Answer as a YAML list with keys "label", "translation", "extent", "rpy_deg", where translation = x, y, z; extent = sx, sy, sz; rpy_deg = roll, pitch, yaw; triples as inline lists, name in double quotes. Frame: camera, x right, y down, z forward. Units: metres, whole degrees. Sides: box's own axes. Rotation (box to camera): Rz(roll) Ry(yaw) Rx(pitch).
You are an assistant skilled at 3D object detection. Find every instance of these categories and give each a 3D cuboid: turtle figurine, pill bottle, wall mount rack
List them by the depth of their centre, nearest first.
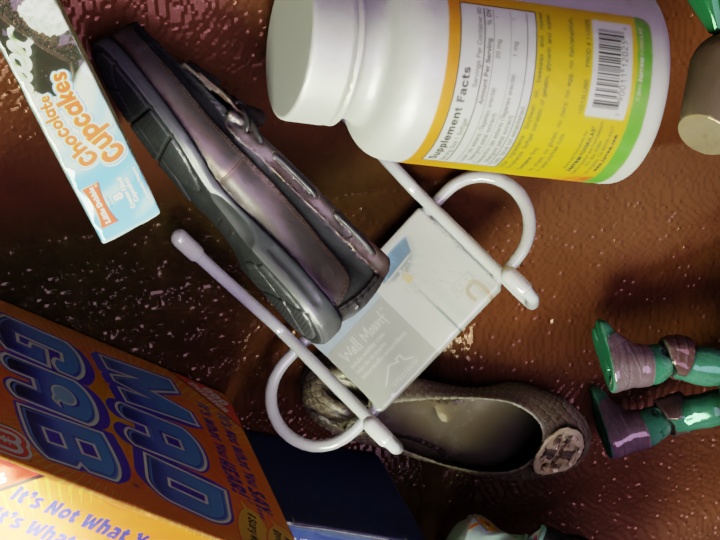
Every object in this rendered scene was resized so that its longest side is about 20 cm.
- label: "pill bottle"
  translation: [0.055, -0.111, 1.035]
  extent: [0.198, 0.111, 0.112]
  rpy_deg: [5, 113, -20]
- label: "wall mount rack"
  translation: [0.000, 0.000, 1.090]
  extent: [0.174, 0.075, 0.200]
  rpy_deg: [43, 89, 9]
- label: "turtle figurine"
  translation: [0.243, 0.056, 1.188]
  extent: [0.198, 0.101, 0.151]
  rpy_deg: [-11, 117, -7]

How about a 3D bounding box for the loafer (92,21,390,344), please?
- label: "loafer"
  translation: [-0.062, -0.055, 1.033]
  extent: [0.063, 0.072, 0.201]
  rpy_deg: [-39, 96, -16]

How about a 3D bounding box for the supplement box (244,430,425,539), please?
- label: "supplement box"
  translation: [-0.054, 0.213, 1.151]
  extent: [0.108, 0.110, 0.202]
  rpy_deg: [12, 110, -23]

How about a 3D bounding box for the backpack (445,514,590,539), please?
- label: "backpack"
  translation: [0.096, 0.240, 1.165]
  extent: [0.152, 0.200, 0.177]
  rpy_deg: [23, 84, 16]

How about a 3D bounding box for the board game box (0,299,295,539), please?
- label: "board game box"
  translation: [-0.179, 0.159, 1.032]
  extent: [0.199, 0.200, 0.201]
  rpy_deg: [24, 104, -26]

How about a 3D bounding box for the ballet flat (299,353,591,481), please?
- label: "ballet flat"
  translation: [0.056, 0.094, 1.168]
  extent: [0.198, 0.046, 0.068]
  rpy_deg: [17, 108, -24]

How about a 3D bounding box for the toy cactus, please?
- label: "toy cactus"
  translation: [0.222, -0.133, 1.058]
  extent: [0.200, 0.102, 0.166]
  rpy_deg: [51, 51, -34]

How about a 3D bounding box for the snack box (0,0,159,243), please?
- label: "snack box"
  translation: [-0.164, -0.123, 0.954]
  extent: [0.037, 0.116, 0.201]
  rpy_deg: [-26, 119, -4]
